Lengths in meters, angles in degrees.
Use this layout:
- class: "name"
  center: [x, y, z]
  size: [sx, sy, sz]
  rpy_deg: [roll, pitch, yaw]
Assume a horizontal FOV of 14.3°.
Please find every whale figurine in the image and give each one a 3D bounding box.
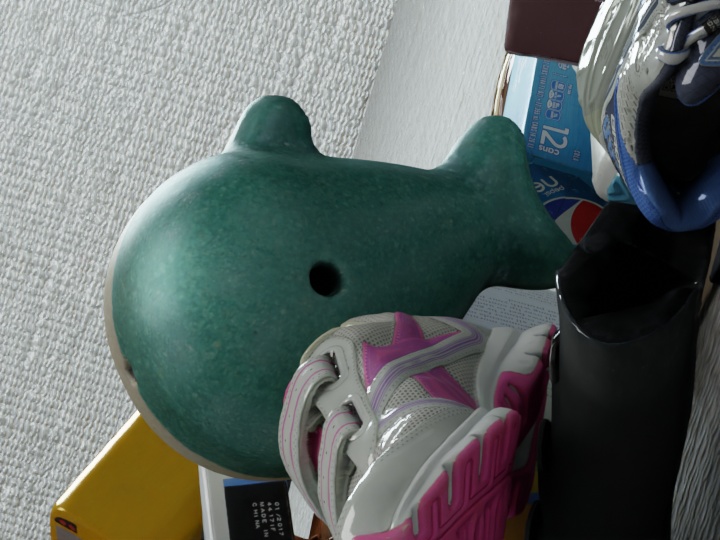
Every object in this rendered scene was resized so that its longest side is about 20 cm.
- class: "whale figurine"
  center: [0.000, 0.000, 1.119]
  size: [0.159, 0.200, 0.104]
  rpy_deg: [67, 156, 3]

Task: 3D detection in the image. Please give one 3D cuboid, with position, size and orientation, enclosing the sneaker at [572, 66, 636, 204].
- class: "sneaker"
  center: [0.108, -0.108, 1.168]
  size: [0.077, 0.081, 0.200]
  rpy_deg: [116, 168, -52]

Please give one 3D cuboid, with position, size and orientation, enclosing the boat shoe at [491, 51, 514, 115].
- class: "boat shoe"
  center: [0.114, -0.115, 1.406]
  size: [0.068, 0.072, 0.201]
  rpy_deg: [-167, 95, -87]

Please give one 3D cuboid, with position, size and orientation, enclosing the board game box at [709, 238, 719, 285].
- class: "board game box"
  center: [0.169, -0.090, 0.942]
  size: [0.135, 0.034, 0.201]
  rpy_deg: [146, 139, -83]

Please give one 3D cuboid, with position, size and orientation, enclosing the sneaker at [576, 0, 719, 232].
- class: "sneaker"
  center: [0.125, -0.095, 0.925]
  size: [0.085, 0.077, 0.200]
  rpy_deg: [-95, 11, -49]

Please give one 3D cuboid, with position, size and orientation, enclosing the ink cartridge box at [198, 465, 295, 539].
- class: "ink cartridge box"
  center: [-0.048, 0.140, 1.245]
  size: [0.200, 0.039, 0.100]
  rpy_deg: [93, 169, -56]

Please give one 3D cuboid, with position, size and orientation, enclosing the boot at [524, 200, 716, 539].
- class: "boot"
  center: [0.084, 0.098, 0.975]
  size: [0.165, 0.065, 0.200]
  rpy_deg: [-82, 0, -58]

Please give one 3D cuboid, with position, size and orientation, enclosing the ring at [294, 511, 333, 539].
- class: "ring"
  center: [-0.003, 0.057, 1.264]
  size: [0.200, 0.019, 0.201]
  rpy_deg: [-164, 90, -86]

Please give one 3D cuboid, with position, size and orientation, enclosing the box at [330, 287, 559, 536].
- class: "box"
  center: [0.047, 0.100, 1.296]
  size: [0.200, 0.106, 0.153]
  rpy_deg: [-90, 17, -72]

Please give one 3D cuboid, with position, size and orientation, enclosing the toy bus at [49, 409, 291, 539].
- class: "toy bus"
  center: [-0.085, 0.104, 1.340]
  size: [0.200, 0.065, 0.078]
  rpy_deg: [-49, -21, -33]

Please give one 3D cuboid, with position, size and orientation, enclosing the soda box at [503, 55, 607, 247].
- class: "soda box"
  center: [0.105, -0.102, 1.267]
  size: [0.068, 0.064, 0.200]
  rpy_deg: [113, 171, -55]

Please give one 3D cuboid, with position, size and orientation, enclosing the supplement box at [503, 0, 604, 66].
- class: "supplement box"
  center: [0.122, -0.171, 1.044]
  size: [0.061, 0.109, 0.201]
  rpy_deg: [-21, -59, -60]

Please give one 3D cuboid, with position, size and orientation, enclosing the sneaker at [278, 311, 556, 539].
- class: "sneaker"
  center: [0.011, 0.067, 0.985]
  size: [0.200, 0.088, 0.082]
  rpy_deg: [-51, -30, -73]

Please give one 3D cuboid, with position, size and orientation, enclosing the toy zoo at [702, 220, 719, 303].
- class: "toy zoo"
  center: [0.142, -0.060, 1.217]
  size: [0.200, 0.020, 0.131]
  rpy_deg: [-80, 8, -51]

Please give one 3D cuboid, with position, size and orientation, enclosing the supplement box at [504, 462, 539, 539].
- class: "supplement box"
  center: [0.024, 0.145, 1.128]
  size: [0.069, 0.066, 0.200]
  rpy_deg: [-38, -27, -47]
